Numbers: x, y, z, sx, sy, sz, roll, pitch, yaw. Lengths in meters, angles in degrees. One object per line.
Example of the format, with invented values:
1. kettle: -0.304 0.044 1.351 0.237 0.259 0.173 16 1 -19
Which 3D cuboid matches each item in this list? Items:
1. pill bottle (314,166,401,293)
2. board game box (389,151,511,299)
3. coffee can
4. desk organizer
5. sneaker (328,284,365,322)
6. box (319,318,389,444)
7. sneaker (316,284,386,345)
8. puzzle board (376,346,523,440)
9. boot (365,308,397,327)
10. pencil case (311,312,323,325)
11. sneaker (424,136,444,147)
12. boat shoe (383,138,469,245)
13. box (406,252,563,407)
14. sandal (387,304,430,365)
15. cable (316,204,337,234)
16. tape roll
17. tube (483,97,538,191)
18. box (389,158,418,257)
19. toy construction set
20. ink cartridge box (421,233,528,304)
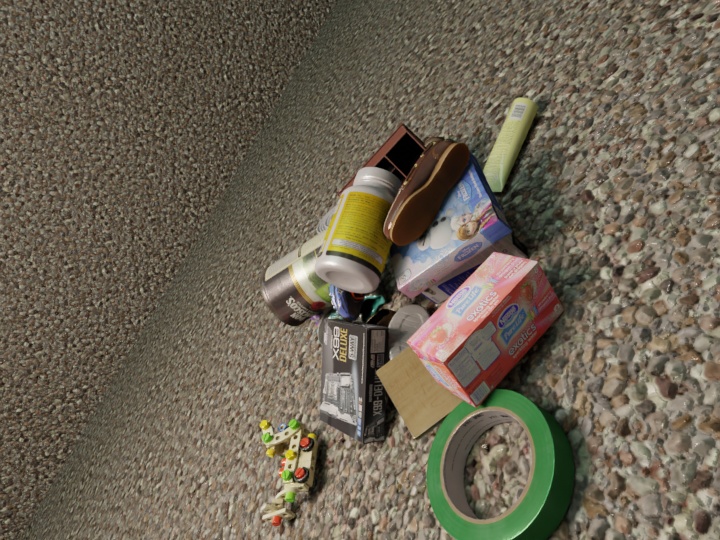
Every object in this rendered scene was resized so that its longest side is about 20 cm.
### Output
1. pill bottle: 0.004 -0.071 0.884 0.112 0.112 0.200 -9 56 53
2. board game box: 0.133 -0.084 0.874 0.199 0.043 0.200 -38 40 26
3. coffee can: -0.091 0.009 1.087 0.200 0.146 0.147 -31 37 24
4. desk organizer: 0.050 -0.190 1.047 0.200 0.072 0.077 -45 33 17
5. sneaker: 0.000 0.000 0.947 0.078 0.075 0.200 -9 57 39
6. box: -0.015 0.194 0.946 0.158 0.050 0.201 3 91 57
7. sneaker: -0.020 0.096 1.115 0.200 0.078 0.091 -52 33 11
8. puzzle board: 0.134 0.154 0.816 0.200 0.017 0.151 -37 38 2
9. boot: 0.010 0.148 1.014 0.200 0.075 0.074 -46 32 20
10. pencil case: -0.067 0.034 1.242 0.200 0.084 0.086 -63 -9 -16
11. sneaker: 0.129 -0.253 1.257 0.200 0.071 0.076 -30 12 25
12. boat shoe: 0.100 -0.131 0.852 0.200 0.070 0.070 -52 41 -8
13. box: 0.180 0.079 0.743 0.200 0.103 0.095 -44 27 -13
14. sandal: 0.085 0.153 0.915 0.050 0.082 0.203 90 -174 -53
15. cable: -0.020 -0.136 1.319 0.200 0.069 0.200 -6 42 53
16. tape roll: 0.176 0.259 0.676 0.200 0.048 0.201 -37 34 31
17. tube: 0.289 -0.242 1.017 0.200 0.052 0.058 -65 -12 -8
18. box: 0.108 -0.119 1.083 0.200 0.122 0.193 -55 29 1
19. toy construction set: -0.143 0.379 0.994 0.131 0.092 0.200 -15 52 17
20. ink cartridge box: 0.178 -0.010 0.895 0.200 0.095 0.037 -33 37 35
